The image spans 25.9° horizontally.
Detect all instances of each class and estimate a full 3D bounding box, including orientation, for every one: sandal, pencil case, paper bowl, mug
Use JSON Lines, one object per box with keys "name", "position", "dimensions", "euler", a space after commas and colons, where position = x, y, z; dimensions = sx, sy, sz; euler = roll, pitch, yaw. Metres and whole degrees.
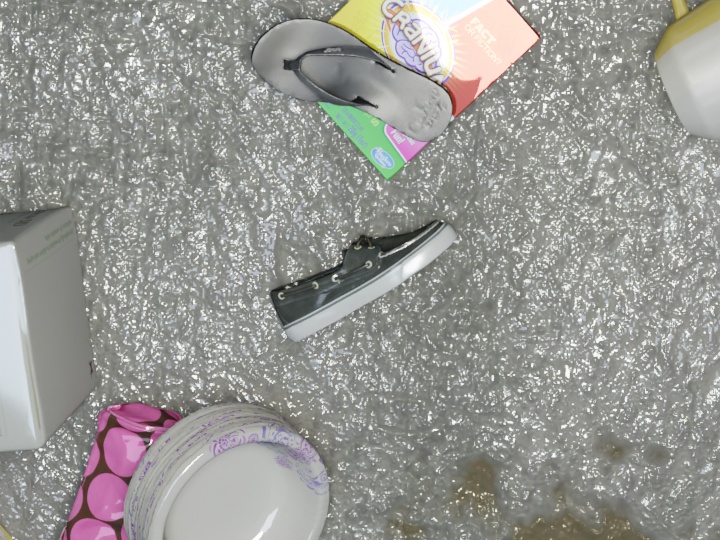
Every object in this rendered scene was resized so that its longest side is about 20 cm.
{"name": "sandal", "position": [-0.007, -0.181, 1.459], "dimensions": [0.198, 0.043, 0.077], "euler": [19, 103, 2]}
{"name": "pencil case", "position": [-0.249, 0.229, 1.592], "dimensions": [0.093, 0.091, 0.202], "euler": [22, 101, 6]}
{"name": "paper bowl", "position": [-0.138, 0.225, 1.541], "dimensions": [0.199, 0.104, 0.203], "euler": [-15, 118, -29]}
{"name": "mug", "position": [0.351, -0.206, 1.428], "dimensions": [0.152, 0.188, 0.150], "euler": [-24, 131, 19]}

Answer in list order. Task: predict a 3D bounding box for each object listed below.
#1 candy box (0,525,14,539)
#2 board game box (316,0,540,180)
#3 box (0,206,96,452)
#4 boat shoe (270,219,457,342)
{"name": "candy box", "position": [-0.454, 0.276, 1.638], "dimensions": [0.115, 0.055, 0.200], "euler": [-40, 95, 12]}
{"name": "board game box", "position": [0.049, -0.210, 1.490], "dimensions": [0.200, 0.040, 0.153], "euler": [-43, 94, 13]}
{"name": "box", "position": [-0.370, 0.057, 1.509], "dimensions": [0.169, 0.199, 0.203], "euler": [-4, 101, 6]}
{"name": "boat shoe", "position": [0.000, 0.000, 1.526], "dimensions": [0.199, 0.069, 0.057], "euler": [-31, 97, 13]}
